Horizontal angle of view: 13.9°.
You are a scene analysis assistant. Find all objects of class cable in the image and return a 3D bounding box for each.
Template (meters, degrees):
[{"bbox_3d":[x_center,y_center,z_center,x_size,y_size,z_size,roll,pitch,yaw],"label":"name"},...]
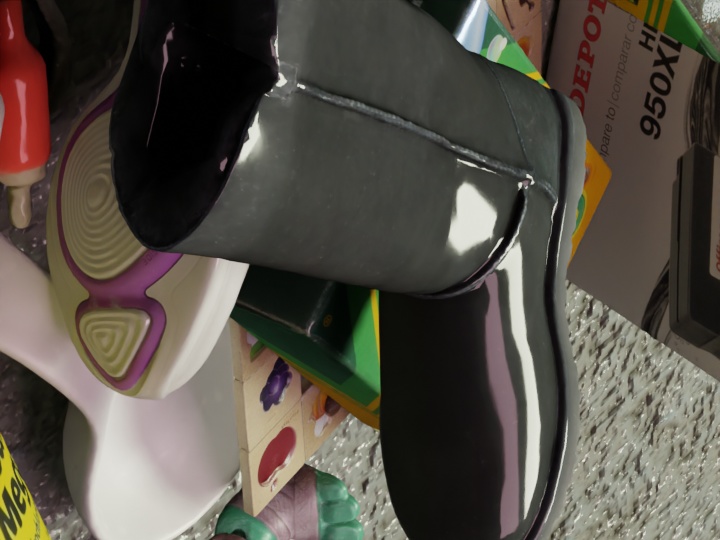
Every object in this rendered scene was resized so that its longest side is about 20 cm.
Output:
[{"bbox_3d":[-0.107,-0.094,0.855,0.097,0.050,0.200,-20,134,-45],"label":"cable"}]

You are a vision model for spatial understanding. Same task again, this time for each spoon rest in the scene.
[{"bbox_3d":[-0.083,0.036,0.987,0.099,0.061,0.200,-57,146,-4],"label":"spoon rest"}]

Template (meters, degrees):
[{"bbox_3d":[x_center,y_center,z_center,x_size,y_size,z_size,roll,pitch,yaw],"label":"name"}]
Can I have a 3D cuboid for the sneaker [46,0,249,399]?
[{"bbox_3d":[-0.036,-0.056,0.914,0.100,0.075,0.200,14,87,-52],"label":"sneaker"}]

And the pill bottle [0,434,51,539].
[{"bbox_3d":[-0.156,0.062,0.836,0.112,0.112,0.200,-38,125,-26],"label":"pill bottle"}]

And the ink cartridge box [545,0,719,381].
[{"bbox_3d":[0.163,-0.033,1.121,0.084,0.200,0.145,-21,133,-39],"label":"ink cartridge box"}]

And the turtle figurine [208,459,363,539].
[{"bbox_3d":[-0.079,0.158,1.056,0.200,0.101,0.150,-48,-177,-37],"label":"turtle figurine"}]

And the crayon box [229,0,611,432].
[{"bbox_3d":[0.025,-0.012,1.038,0.126,0.052,0.200,-64,155,-8],"label":"crayon box"}]

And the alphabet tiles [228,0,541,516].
[{"bbox_3d":[0.012,-0.031,1.065,0.200,0.008,0.167,-46,147,-38],"label":"alphabet tiles"}]

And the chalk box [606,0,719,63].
[{"bbox_3d":[0.079,-0.182,0.957,0.125,0.124,0.200,-52,146,-5],"label":"chalk box"}]

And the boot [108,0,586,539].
[{"bbox_3d":[0.000,-0.001,0.858,0.200,0.066,0.165,23,67,-63],"label":"boot"}]
